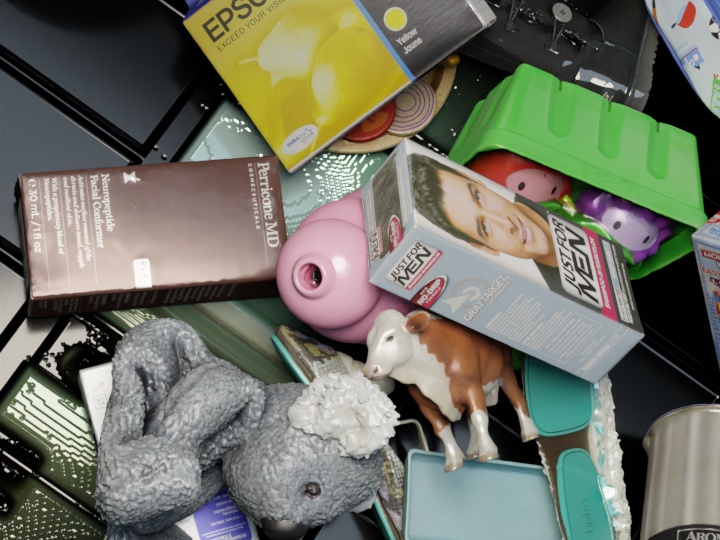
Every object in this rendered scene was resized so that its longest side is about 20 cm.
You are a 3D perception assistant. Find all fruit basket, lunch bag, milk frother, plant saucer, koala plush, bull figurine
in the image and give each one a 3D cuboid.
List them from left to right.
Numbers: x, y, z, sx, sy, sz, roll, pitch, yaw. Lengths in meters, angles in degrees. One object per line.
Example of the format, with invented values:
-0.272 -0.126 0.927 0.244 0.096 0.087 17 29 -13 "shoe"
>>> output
-0.075 0.123 1.243 0.199 0.178 0.184 3 56 -2 "koala plush"
0.069 0.080 1.283 0.065 0.200 0.122 -20 85 24 "bull figurine"
0.114 0.182 1.355 0.200 0.019 0.070 10 75 -30 "plant saucer"
0.152 -0.029 1.380 0.215 0.155 0.216 7 71 -20 "fruit basket"
0.286 0.242 1.360 0.180 0.200 0.188 15 51 0 "milk frother"
0.327 -0.190 1.440 0.200 0.076 0.161 -10 65 -48 "lunch bag"

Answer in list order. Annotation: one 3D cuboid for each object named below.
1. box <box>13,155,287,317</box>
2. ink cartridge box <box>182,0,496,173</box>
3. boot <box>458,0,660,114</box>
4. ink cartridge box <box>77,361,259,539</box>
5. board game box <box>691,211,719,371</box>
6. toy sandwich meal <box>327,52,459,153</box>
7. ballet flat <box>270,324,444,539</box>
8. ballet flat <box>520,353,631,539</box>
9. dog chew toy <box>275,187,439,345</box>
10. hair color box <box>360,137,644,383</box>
-0.158 -0.025 1.352 0.199 0.075 0.100 -5 78 -14 "box"
-0.033 -0.211 1.346 0.197 0.047 0.200 -36 94 21 "ink cartridge box"
0.141 -0.213 1.429 0.200 0.066 0.165 21 41 -7 "boot"
-0.140 0.160 1.331 0.099 0.039 0.201 -14 79 -14 "ink cartridge box"
0.332 -0.010 1.388 0.062 0.200 0.200 18 70 34 "board game box"
-0.010 -0.195 1.420 0.205 0.070 0.206 3 77 -11 "toy sandwich meal"
0.006 0.117 1.354 0.072 0.072 0.201 -31 91 -16 "ballet flat"
0.170 0.129 1.361 0.072 0.072 0.201 -8 88 -13 "ballet flat"
0.000 0.000 1.311 0.124 0.200 0.125 1 94 21 "dog chew toy"
0.100 -0.006 1.258 0.200 0.061 0.099 24 36 -24 "hair color box"
